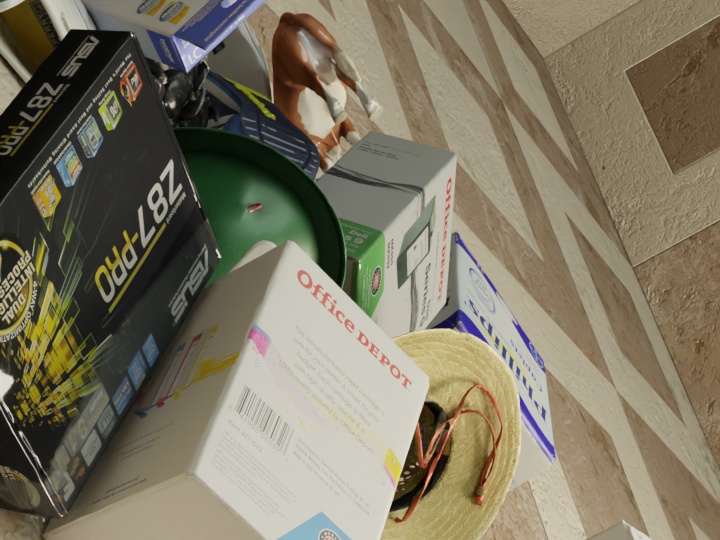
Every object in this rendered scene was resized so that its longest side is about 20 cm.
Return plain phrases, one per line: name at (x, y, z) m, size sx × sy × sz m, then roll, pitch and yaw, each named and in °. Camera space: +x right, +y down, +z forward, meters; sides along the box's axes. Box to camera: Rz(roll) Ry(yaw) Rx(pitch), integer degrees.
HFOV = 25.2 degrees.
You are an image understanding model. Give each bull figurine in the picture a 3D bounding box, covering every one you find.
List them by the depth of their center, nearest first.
bull figurine at (-0.036, -0.140, 1.397) m, size 0.122 × 0.065 × 0.200 m, roll 47°, pitch -14°, yaw 24°

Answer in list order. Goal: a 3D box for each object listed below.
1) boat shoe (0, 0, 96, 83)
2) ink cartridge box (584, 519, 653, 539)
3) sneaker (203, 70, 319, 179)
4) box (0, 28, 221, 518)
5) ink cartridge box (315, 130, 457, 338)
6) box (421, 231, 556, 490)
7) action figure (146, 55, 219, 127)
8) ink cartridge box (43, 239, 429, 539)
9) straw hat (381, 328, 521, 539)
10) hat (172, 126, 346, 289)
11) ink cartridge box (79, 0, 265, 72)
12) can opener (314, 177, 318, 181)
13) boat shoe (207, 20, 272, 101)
boat shoe at (-0.244, -0.191, 1.066) m, size 0.086 × 0.074 × 0.203 m, roll -90°, pitch 157°, yaw -53°
ink cartridge box at (0.152, 0.301, 1.203) m, size 0.084 × 0.199 × 0.146 m, roll 34°, pitch 30°, yaw -57°
sneaker at (-0.091, -0.088, 1.245) m, size 0.073 × 0.083 × 0.200 m, roll 25°, pitch 12°, yaw -27°
box at (-0.153, -0.001, 0.829) m, size 0.201 × 0.049 × 0.162 m, roll -61°, pitch 147°, yaw -41°
ink cartridge box at (0.000, 0.000, 1.238) m, size 0.200 × 0.083 × 0.147 m, roll -48°, pitch 147°, yaw -53°
box at (0.101, 0.095, 1.577) m, size 0.185 × 0.104 × 0.201 m, roll 54°, pitch 18°, yaw -21°
action figure at (-0.156, -0.149, 1.209) m, size 0.119 × 0.101 × 0.202 m, roll 56°, pitch 35°, yaw -45°
ink cartridge box at (-0.060, 0.094, 0.902) m, size 0.129 × 0.125 × 0.201 m, roll 46°, pitch 40°, yaw -22°
straw hat at (0.016, 0.125, 1.139) m, size 0.085 × 0.202 × 0.201 m, roll 15°, pitch -26°, yaw 48°
hat at (-0.124, 0.020, 0.970) m, size 0.176 × 0.198 × 0.167 m, roll -63°, pitch 157°, yaw -58°
ink cartridge box at (-0.135, -0.206, 1.147) m, size 0.199 × 0.119 × 0.042 m, roll 22°, pitch -32°, yaw 38°
can opener at (-0.060, -0.051, 1.397) m, size 0.079 × 0.063 × 0.200 m, roll 61°, pitch 15°, yaw 16°
boat shoe at (-0.113, -0.173, 1.443) m, size 0.066 × 0.072 × 0.201 m, roll 41°, pitch 20°, yaw -50°
